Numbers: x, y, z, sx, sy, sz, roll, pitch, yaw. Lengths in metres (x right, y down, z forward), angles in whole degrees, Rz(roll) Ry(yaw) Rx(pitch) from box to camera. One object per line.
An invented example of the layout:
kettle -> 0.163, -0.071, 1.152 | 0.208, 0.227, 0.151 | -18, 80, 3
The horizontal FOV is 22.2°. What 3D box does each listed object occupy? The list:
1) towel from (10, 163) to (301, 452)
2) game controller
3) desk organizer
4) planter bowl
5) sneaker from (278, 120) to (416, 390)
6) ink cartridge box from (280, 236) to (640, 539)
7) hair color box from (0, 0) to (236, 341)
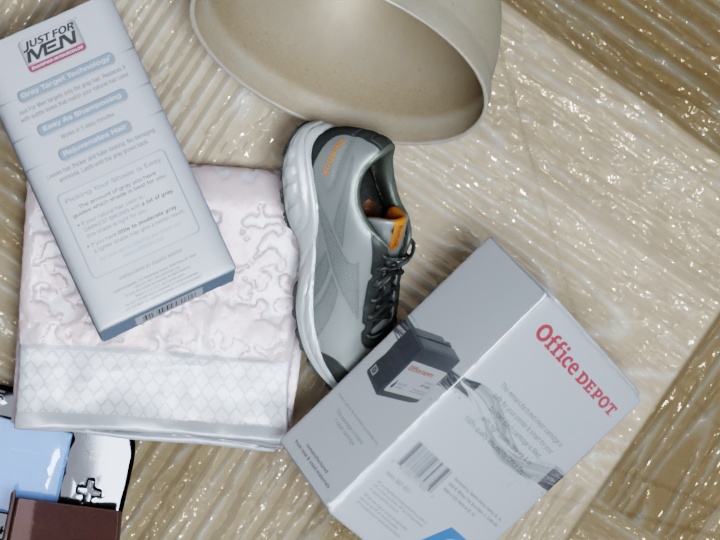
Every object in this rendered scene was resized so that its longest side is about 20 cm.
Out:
towel -> -0.134, 0.021, 1.251 | 0.198, 0.032, 0.193 | 5, 90, -8
game controller -> -0.257, 0.130, 1.262 | 0.198, 0.042, 0.105 | 13, 97, -8
desk organizer -> -0.215, 0.259, 1.248 | 0.076, 0.072, 0.202 | 9, 111, -8
planter bowl -> 0.006, -0.188, 1.177 | 0.199, 0.200, 0.136 | 24, 69, -8
sneaker -> 0.000, 0.000, 1.231 | 0.079, 0.074, 0.202 | 3, 112, 34
ink cartridge box -> 0.069, 0.100, 1.238 | 0.200, 0.084, 0.145 | -44, 132, 2
hair color box -> -0.167, -0.067, 1.202 | 0.098, 0.061, 0.201 | -25, 85, -8
